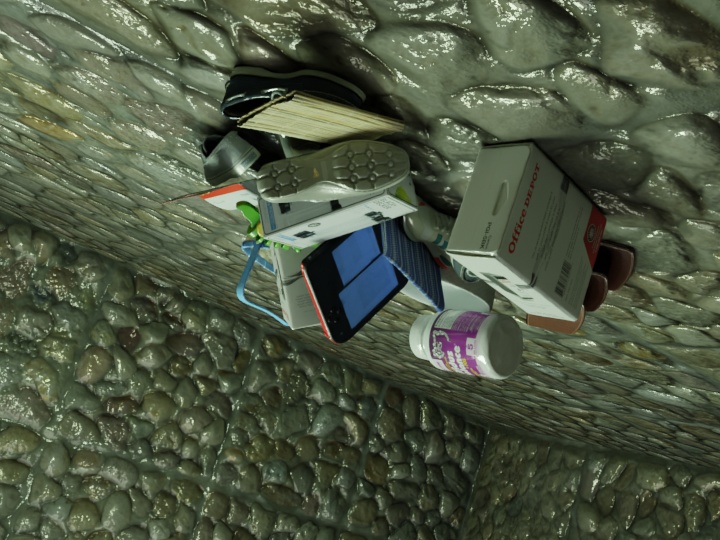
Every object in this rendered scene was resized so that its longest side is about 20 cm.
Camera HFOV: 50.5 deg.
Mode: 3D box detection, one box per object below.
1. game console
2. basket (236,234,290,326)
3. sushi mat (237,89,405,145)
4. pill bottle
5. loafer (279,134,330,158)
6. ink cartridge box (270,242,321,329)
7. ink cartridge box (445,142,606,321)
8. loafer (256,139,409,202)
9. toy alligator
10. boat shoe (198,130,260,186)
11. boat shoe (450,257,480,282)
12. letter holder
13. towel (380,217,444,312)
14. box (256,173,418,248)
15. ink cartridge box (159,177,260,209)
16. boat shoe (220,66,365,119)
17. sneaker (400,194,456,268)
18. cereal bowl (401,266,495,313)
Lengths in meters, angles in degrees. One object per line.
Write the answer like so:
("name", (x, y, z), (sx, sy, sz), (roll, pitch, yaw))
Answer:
("game console", (0.000, 0.000, 1.208), (0.031, 0.200, 0.179), (24, 144, 38))
("basket", (-0.152, -0.012, 1.468), (0.137, 0.204, 0.176), (10, 165, 36))
("sushi mat", (-0.042, -0.172, 0.896), (0.095, 0.012, 0.198), (-15, 170, 39))
("pill bottle", (0.185, 0.129, 1.379), (0.111, 0.114, 0.198), (30, 162, -37))
("loafer", (-0.059, -0.151, 1.056), (0.069, 0.076, 0.200), (30, 169, 16))
("ink cartridge box", (-0.104, -0.012, 1.306), (0.081, 0.204, 0.147), (-11, -175, -10))
("ink cartridge box", (0.210, -0.045, 0.951), (0.082, 0.149, 0.199), (7, 161, 47))
("loafer", (-0.034, -0.125, 0.974), (0.196, 0.072, 0.070), (-5, -176, 7))
("toy alligator", (-0.108, -0.054, 1.192), (0.197, 0.055, 0.060), (19, -151, -22))
("boat shoe", (-0.218, -0.186, 1.212), (0.072, 0.070, 0.200), (50, 161, -18))
("boat shoe", (0.184, -0.028, 1.109), (0.073, 0.063, 0.201), (-10, 153, -18))
("letter holder", (0.333, 0.029, 1.168), (0.139, 0.102, 0.200), (14, 165, 15))
("towel", (0.076, -0.035, 1.187), (0.024, 0.147, 0.200), (-21, 143, 22))
("box", (-0.031, -0.093, 1.069), (0.197, 0.061, 0.116), (-17, 167, 22))
("ink cartridge box", (-0.199, -0.117, 1.225), (0.198, 0.048, 0.159), (-21, -169, -35))
("boat shoe", (-0.087, -0.205, 0.928), (0.197, 0.063, 0.075), (13, 163, 24))
("sneaker", (0.134, -0.066, 1.182), (0.092, 0.072, 0.199), (-9, 152, 27))
("cereal bowl", (0.150, 0.007, 1.372), (0.196, 0.085, 0.200), (18, 167, 4))
